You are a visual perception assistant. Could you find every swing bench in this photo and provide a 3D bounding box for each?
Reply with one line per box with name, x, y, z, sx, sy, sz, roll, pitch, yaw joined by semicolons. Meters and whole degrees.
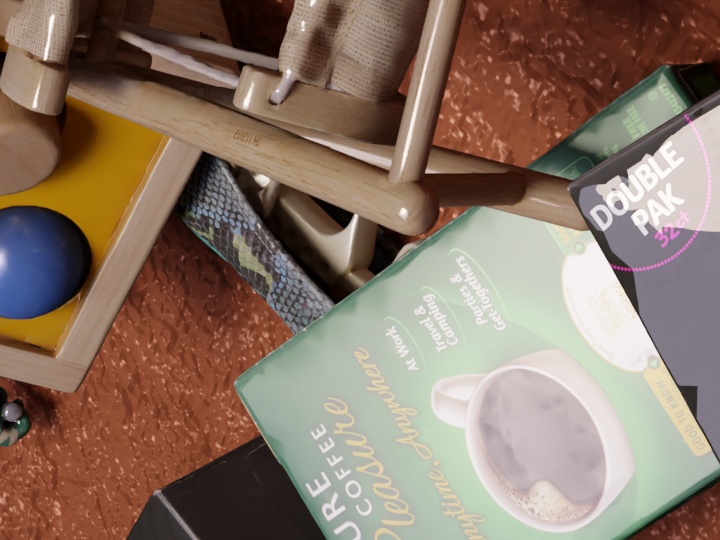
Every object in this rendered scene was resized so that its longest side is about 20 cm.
swing bench;-0.013;-0.132;0.815;0.199;0.130;0.200;18;100;29

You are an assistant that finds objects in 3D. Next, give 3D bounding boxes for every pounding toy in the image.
pounding toy;-0.151;-0.067;0.969;0.200;0.183;0.142;-60;28;29

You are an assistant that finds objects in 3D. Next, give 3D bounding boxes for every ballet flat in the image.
ballet flat;0.000;0.000;0.987;0.200;0.074;0.074;42;134;21

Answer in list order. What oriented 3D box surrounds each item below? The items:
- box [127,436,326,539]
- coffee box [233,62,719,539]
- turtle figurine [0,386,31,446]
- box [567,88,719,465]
box;-0.023;0.168;1.039;0.149;0.124;0.200;48;138;17
coffee box;0.065;0.034;0.896;0.200;0.044;0.123;-38;80;24
turtle figurine;-0.197;0.014;1.182;0.200;0.101;0.150;-31;85;44
box;0.181;0.019;0.732;0.148;0.124;0.201;-31;85;30
